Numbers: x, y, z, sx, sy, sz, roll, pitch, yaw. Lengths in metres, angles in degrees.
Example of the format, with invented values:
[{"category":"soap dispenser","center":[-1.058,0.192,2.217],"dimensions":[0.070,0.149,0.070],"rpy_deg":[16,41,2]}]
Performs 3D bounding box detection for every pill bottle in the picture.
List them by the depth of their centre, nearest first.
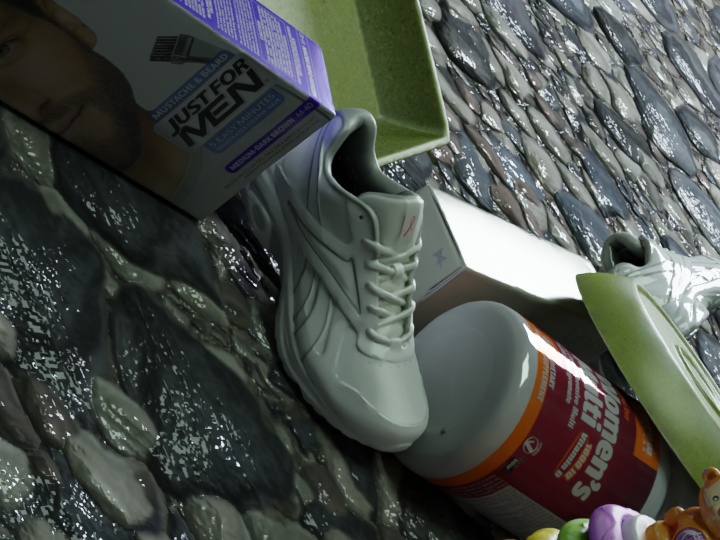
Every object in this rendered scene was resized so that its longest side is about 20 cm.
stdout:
[{"category":"pill bottle","center":[0.115,0.108,1.147],"dimensions":[0.200,0.109,0.110],"rpy_deg":[35,30,-36]}]

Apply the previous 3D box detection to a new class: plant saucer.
[{"category":"plant saucer","center":[-0.035,-0.156,1.212],"dimensions":[0.200,0.048,0.201],"rpy_deg":[-22,100,-53]},{"category":"plant saucer","center":[0.204,0.078,1.217],"dimensions":[0.200,0.031,0.200],"rpy_deg":[53,11,-15]}]

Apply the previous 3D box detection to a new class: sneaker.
[{"category":"sneaker","center":[0.000,0.000,1.072],"dimensions":[0.078,0.099,0.201],"rpy_deg":[-8,73,-48]},{"category":"sneaker","center":[0.240,0.005,1.539],"dimensions":[0.100,0.078,0.200],"rpy_deg":[52,23,5]}]

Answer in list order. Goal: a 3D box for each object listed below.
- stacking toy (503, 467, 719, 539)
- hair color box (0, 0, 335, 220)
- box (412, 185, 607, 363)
[{"category":"stacking toy","center":[0.125,0.162,0.981],"dimensions":[0.110,0.200,0.116],"rpy_deg":[5,53,-59]},{"category":"hair color box","center":[-0.120,-0.116,1.022],"dimensions":[0.200,0.109,0.065],"rpy_deg":[32,33,-38]},{"category":"box","center":[0.082,0.016,1.249],"dimensions":[0.200,0.082,0.069],"rpy_deg":[23,38,-51]}]
